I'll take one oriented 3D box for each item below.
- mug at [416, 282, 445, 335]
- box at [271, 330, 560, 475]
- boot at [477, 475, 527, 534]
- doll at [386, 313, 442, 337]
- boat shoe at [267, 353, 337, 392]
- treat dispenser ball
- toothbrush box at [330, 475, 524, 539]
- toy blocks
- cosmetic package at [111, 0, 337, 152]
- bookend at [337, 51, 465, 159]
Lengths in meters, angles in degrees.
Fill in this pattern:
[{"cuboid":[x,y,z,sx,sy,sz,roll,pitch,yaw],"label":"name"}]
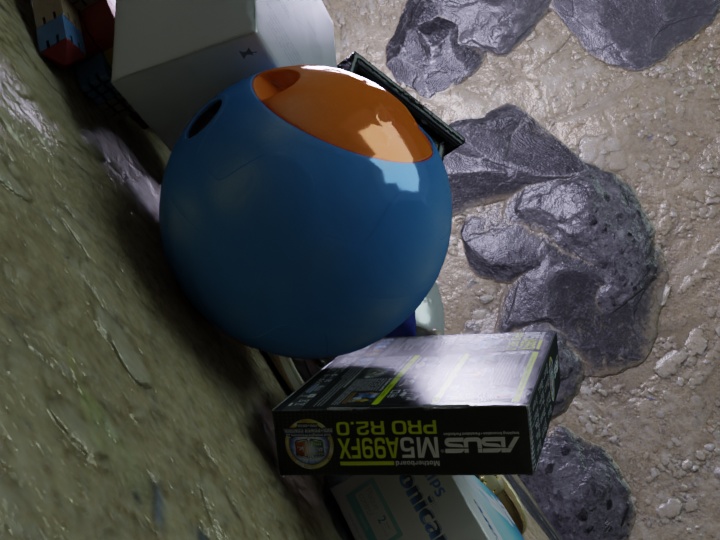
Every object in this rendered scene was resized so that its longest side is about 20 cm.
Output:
[{"cuboid":[0.004,0.036,1.098,0.200,0.148,0.175,23,26,-30],"label":"mug"},{"cuboid":[0.049,0.086,0.643,0.200,0.160,0.044,-30,116,-72],"label":"box"},{"cuboid":[0.131,0.259,1.119,0.200,0.073,0.155,54,3,1],"label":"boot"},{"cuboid":[0.022,0.081,0.866,0.048,0.136,0.200,35,-43,37],"label":"doll"},{"cuboid":[-0.038,0.063,0.771,0.200,0.065,0.072,56,2,6],"label":"boat shoe"},{"cuboid":[-0.037,-0.039,0.648,0.201,0.201,0.201,55,4,-5],"label":"treat dispenser ball"},{"cuboid":[0.078,0.223,0.687,0.147,0.085,0.200,59,4,35],"label":"toothbrush box"},{"cuboid":[-0.209,-0.192,0.789,0.200,0.100,0.137,47,20,-59],"label":"toy blocks"},{"cuboid":[-0.102,-0.184,0.782,0.199,0.123,0.200,55,22,-54],"label":"cosmetic package"},{"cuboid":[0.020,-0.132,1.180,0.199,0.092,0.200,34,49,-25],"label":"bookend"}]
